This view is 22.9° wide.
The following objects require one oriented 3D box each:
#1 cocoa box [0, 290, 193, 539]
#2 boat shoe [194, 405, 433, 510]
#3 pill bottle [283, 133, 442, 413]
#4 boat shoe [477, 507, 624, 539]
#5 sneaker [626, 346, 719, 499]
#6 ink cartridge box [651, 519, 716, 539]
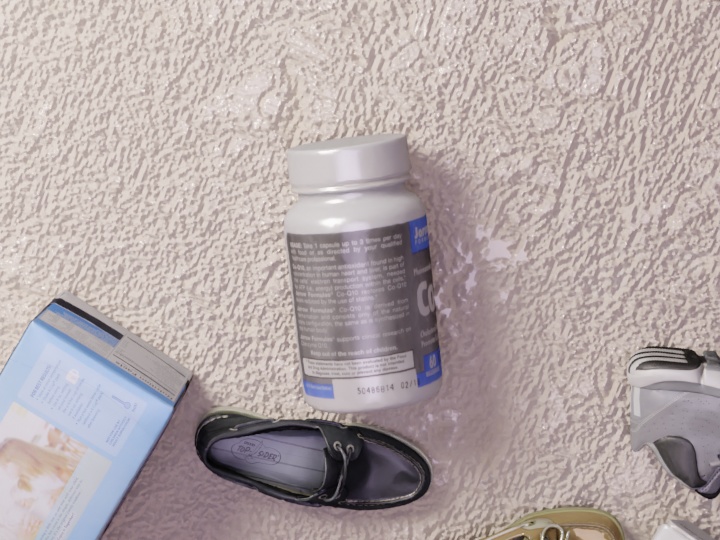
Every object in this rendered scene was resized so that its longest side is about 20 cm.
[{"bbox_3d":[-0.239,0.142,1.396,0.133,0.131,0.201,31,98,-4],"label":"cocoa box"},{"bbox_3d":[-0.038,0.155,1.427,0.197,0.066,0.075,17,98,-2],"label":"boat shoe"},{"bbox_3d":[0.000,0.000,1.378,0.112,0.114,0.203,-6,99,2],"label":"pill bottle"},{"bbox_3d":[0.118,0.243,1.439,0.198,0.063,0.074,-10,99,3],"label":"boat shoe"},{"bbox_3d":[0.309,0.127,1.420,0.197,0.075,0.117,6,104,11],"label":"sneaker"},{"bbox_3d":[0.257,0.319,1.413,0.145,0.083,0.201,35,99,23],"label":"ink cartridge box"}]
